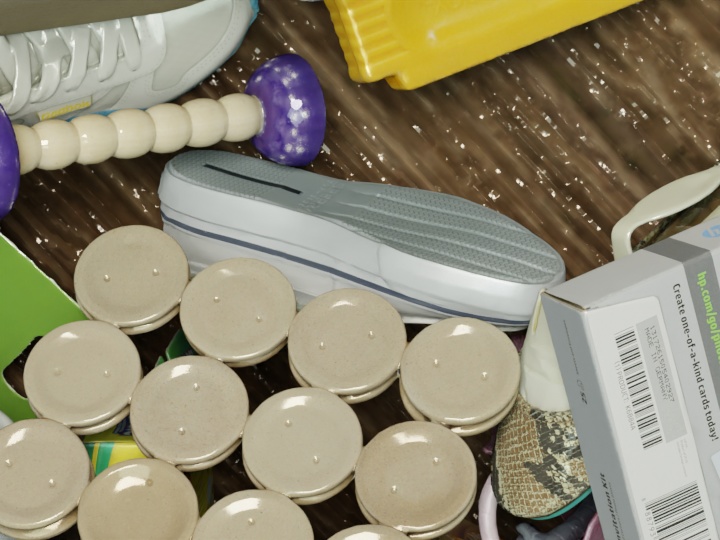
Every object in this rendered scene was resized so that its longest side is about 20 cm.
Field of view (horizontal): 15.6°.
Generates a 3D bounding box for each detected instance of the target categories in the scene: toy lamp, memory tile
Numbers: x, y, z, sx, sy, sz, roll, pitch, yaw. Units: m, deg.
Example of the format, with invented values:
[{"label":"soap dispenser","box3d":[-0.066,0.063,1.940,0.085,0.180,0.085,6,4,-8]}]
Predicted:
[{"label":"toy lamp","box3d":[-0.111,-0.055,1.130,0.200,0.058,0.058,-9,103,-32]},{"label":"memory tile","box3d":[-0.047,0.066,1.082,0.200,0.017,0.153,16,63,14]}]

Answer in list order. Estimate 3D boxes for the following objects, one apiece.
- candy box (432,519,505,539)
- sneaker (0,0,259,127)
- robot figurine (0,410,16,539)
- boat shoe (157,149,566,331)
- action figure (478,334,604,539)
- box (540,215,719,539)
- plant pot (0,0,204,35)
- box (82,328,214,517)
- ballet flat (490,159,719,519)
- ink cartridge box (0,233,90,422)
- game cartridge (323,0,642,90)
[{"label":"candy box","box3d":[0.053,0.164,1.148,0.115,0.200,0.055,27,100,-1]},{"label":"sneaker","box3d":[-0.142,-0.094,1.171,0.200,0.081,0.077,-17,98,6]},{"label":"robot figurine","box3d":[-0.196,0.124,1.175,0.170,0.200,0.113,25,63,6]},{"label":"boat shoe","box3d":[0.000,0.000,1.173,0.200,0.074,0.067,19,119,29]},{"label":"action figure","box3d":[0.147,0.050,1.153,0.200,0.149,0.134,-22,93,21]},{"label":"box","box3d":[0.184,0.045,1.085,0.200,0.041,0.156,-23,110,-18]},{"label":"plant pot","box3d":[-0.138,-0.187,1.063,0.200,0.177,0.200,-10,78,-13]},{"label":"box","box3d":[-0.093,0.133,1.195,0.048,0.117,0.200,0,101,3]},{"label":"ballet flat","box3d":[0.116,0.012,1.104,0.200,0.068,0.075,-44,134,-15]},{"label":"ink cartridge box","box3d":[-0.216,0.019,1.162,0.200,0.076,0.148,41,146,-5]},{"label":"game cartridge","box3d":[0.048,-0.194,1.129,0.176,0.032,0.200,-23,99,-16]}]
